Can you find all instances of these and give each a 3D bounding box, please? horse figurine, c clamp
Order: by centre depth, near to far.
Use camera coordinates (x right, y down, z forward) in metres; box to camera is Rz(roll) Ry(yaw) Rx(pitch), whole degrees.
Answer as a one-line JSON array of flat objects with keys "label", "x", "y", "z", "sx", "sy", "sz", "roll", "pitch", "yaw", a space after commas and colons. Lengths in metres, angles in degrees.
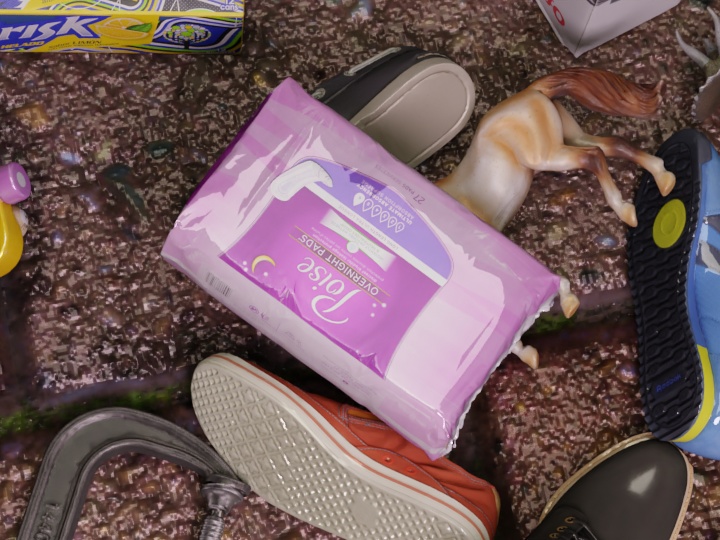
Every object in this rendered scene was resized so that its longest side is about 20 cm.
[{"label": "c clamp", "x": -0.118, "y": 0.180, "z": 1.636, "sx": 0.170, "sy": 0.027, "sz": 0.201, "roll": 9, "pitch": 75, "yaw": 5}, {"label": "horse figurine", "x": 0.093, "y": -0.044, "z": 1.684, "sx": 0.132, "sy": 0.050, "sz": 0.200, "roll": 38, "pitch": 93, "yaw": 12}]

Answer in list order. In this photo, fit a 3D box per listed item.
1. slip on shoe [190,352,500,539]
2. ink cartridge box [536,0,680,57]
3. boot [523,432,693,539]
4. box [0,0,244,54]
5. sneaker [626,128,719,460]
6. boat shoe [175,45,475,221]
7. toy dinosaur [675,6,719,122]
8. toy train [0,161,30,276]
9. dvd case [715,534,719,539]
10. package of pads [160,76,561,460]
[{"label": "slip on shoe", "x": -0.008, "y": 0.107, "z": 1.649, "sx": 0.199, "sy": 0.074, "sz": 0.061, "roll": 29, "pitch": 38, "yaw": 11}, {"label": "ink cartridge box", "x": 0.138, "y": -0.237, "z": 1.689, "sx": 0.083, "sy": 0.200, "sz": 0.146, "roll": -26, "pitch": 76, "yaw": -13}, {"label": "boot", "x": 0.122, "y": 0.159, "z": 1.597, "sx": 0.077, "sy": 0.138, "sz": 0.200, "roll": 38, "pitch": 73, "yaw": 8}, {"label": "box", "x": -0.168, "y": -0.171, "z": 1.718, "sx": 0.198, "sy": 0.064, "sz": 0.071, "roll": 0, "pitch": 73, "yaw": -3}, {"label": "sneaker", "x": 0.206, "y": 0.016, "z": 1.695, "sx": 0.078, "sy": 0.066, "sz": 0.201, "roll": 14, "pitch": 62, "yaw": -30}, {"label": "boat shoe", "x": -0.027, "y": -0.067, "z": 1.710, "sx": 0.199, "sy": 0.073, "sz": 0.063, "roll": -33, "pitch": 35, "yaw": -7}, {"label": "toy dinosaur", "x": 0.262, "y": -0.084, "z": 1.682, "sx": 0.077, "sy": 0.199, "sz": 0.102, "roll": -50, "pitch": 123, "yaw": -20}, {"label": "toy train", "x": -0.256, "y": -0.008, "z": 1.671, "sx": 0.149, "sy": 0.056, "sz": 0.201, "roll": 6, "pitch": 82, "yaw": 26}, {"label": "dvd case", "x": 0.207, "y": 0.264, "z": 1.617, "sx": 0.148, "sy": 0.016, "sz": 0.200, "roll": 39, "pitch": 64, "yaw": 4}, {"label": "package of pads", "x": 0.000, "y": 0.000, "z": 1.616, "sx": 0.200, "sy": 0.076, "sz": 0.121, "roll": 36, "pitch": 74, "yaw": 3}]
